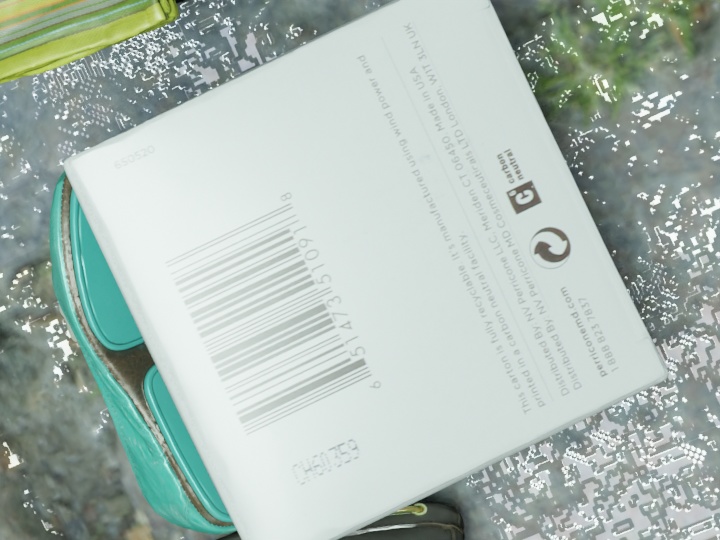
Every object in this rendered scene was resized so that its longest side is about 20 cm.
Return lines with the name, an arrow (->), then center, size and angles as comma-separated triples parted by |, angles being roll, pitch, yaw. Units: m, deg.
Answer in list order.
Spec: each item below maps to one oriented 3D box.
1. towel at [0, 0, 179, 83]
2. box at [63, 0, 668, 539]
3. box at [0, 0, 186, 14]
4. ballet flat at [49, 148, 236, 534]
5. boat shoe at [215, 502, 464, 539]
towel -> -0.143, -0.178, 0.797 | 0.086, 0.018, 0.200 | -19, 93, 12
box -> 0.000, 0.000, 0.913 | 0.200, 0.131, 0.199 | -26, 92, -3
box -> -0.126, -0.189, 0.904 | 0.124, 0.200, 0.149 | -16, 93, 13
ballet flat -> -0.112, 0.041, 1.001 | 0.070, 0.067, 0.200 | -20, 95, 53
boat shoe -> -0.041, 0.157, 1.005 | 0.201, 0.061, 0.072 | -10, 139, 22
